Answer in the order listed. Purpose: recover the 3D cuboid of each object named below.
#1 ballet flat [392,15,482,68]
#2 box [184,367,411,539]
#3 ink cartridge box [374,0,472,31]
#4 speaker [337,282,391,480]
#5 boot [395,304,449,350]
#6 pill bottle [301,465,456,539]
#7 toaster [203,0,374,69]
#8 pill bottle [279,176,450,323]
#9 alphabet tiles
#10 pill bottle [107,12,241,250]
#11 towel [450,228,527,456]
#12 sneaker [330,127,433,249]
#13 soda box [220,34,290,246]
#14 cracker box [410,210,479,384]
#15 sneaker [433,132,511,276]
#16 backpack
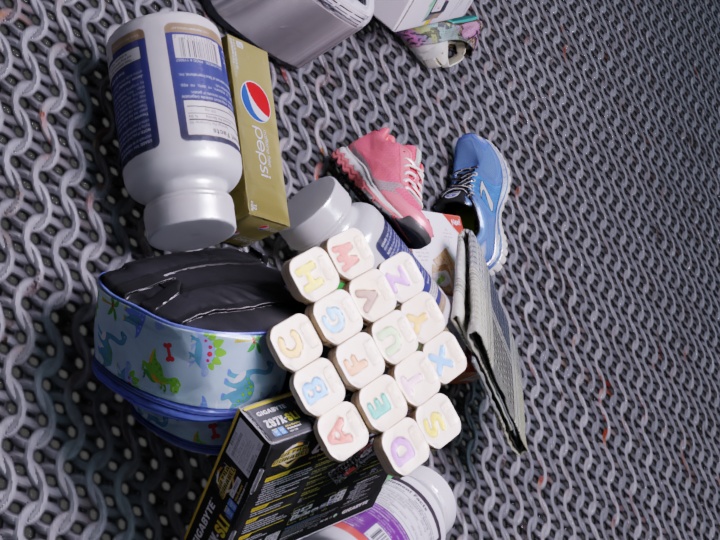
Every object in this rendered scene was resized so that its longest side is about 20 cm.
[{"bbox_3d":[0.110,-0.312,1.792,0.199,0.068,0.072,-16,104,-57],"label":"ballet flat"},{"bbox_3d":[-0.042,0.164,1.127,0.199,0.161,0.049,-15,47,-44],"label":"box"},{"bbox_3d":[0.056,-0.390,1.688,0.145,0.084,0.199,41,31,14],"label":"ink cartridge box"},{"bbox_3d":[-0.010,0.105,1.250,0.089,0.087,0.202,-51,139,-53],"label":"speaker"},{"bbox_3d":[-0.009,0.062,1.319,0.200,0.153,0.073,38,43,-38],"label":"boot"},{"bbox_3d":[0.015,0.264,1.279,0.199,0.111,0.113,-26,93,-57],"label":"pill bottle"},{"bbox_3d":[-0.072,-0.312,1.469,0.199,0.128,0.115,30,49,-43],"label":"toaster"},{"bbox_3d":[0.000,0.000,1.408,0.200,0.110,0.112,50,37,-25],"label":"pill bottle"},{"bbox_3d":[0.012,0.066,1.099,0.195,0.015,0.202,-28,91,-45],"label":"alphabet tiles"},{"bbox_3d":[-0.171,-0.127,1.227,0.110,0.110,0.203,11,62,-51],"label":"pill bottle"},{"bbox_3d":[0.146,0.083,1.507,0.201,0.034,0.194,-86,157,-56],"label":"towel"},{"bbox_3d":[0.038,-0.102,1.461,0.074,0.086,0.200,53,-1,-42],"label":"sneaker"},{"bbox_3d":[-0.127,-0.131,1.343,0.064,0.067,0.203,15,60,-51],"label":"soda box"},{"bbox_3d":[0.089,0.032,1.562,0.133,0.057,0.203,4,68,-55],"label":"cracker box"},{"bbox_3d":[0.143,-0.094,1.694,0.089,0.078,0.202,31,48,-45],"label":"sneaker"},{"bbox_3d":[-0.125,0.071,1.122,0.199,0.182,0.149,-4,110,-48],"label":"backpack"}]
